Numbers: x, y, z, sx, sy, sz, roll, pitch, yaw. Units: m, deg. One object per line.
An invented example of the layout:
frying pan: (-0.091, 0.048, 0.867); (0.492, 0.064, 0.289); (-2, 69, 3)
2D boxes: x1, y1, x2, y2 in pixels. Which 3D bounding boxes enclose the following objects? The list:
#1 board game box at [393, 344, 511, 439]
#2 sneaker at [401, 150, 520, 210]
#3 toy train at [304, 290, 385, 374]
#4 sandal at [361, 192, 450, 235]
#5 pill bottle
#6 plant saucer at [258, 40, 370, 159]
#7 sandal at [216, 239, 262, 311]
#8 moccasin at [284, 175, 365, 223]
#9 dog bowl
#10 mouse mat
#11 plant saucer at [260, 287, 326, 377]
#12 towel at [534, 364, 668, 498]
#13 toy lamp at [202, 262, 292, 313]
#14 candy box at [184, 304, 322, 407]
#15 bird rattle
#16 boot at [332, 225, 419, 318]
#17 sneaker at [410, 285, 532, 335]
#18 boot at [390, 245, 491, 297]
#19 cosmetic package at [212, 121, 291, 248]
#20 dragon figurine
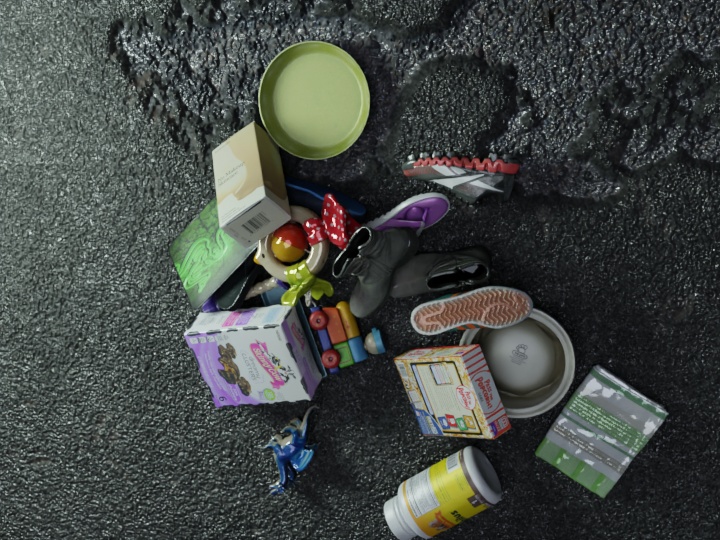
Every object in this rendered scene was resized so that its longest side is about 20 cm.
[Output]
board game box: (0.152, 0.208, 1.593); (0.200, 0.046, 0.152); (-11, 102, 58)
sneaker: (0.165, -0.151, 1.563); (0.199, 0.071, 0.098); (4, 100, 11)
toy train: (-0.035, 0.072, 1.663); (0.115, 0.085, 0.201); (-17, 89, 0)
sandal: (0.069, -0.068, 1.599); (0.202, 0.082, 0.050); (-26, 55, 26)
pill bottle: (0.143, 0.404, 1.664); (0.200, 0.109, 0.110); (-33, 92, 18)
plant saucer: (-0.077, -0.293, 1.615); (0.199, 0.031, 0.201); (3, 101, 13)
sandal: (-0.205, -0.026, 1.652); (0.075, 0.048, 0.201); (13, 77, 43)
moccasin: (-0.082, -0.112, 1.639); (0.199, 0.080, 0.069); (22, 110, 23)
dog bowl: (0.268, 0.147, 1.600); (0.199, 0.074, 0.201); (3, 102, 14)
mouse mat: (-0.264, -0.047, 1.675); (0.200, 0.008, 0.161); (-45, 55, 22)
plant saucer: (-0.124, 0.109, 1.717); (0.070, 0.019, 0.201); (-17, 98, 16)
towel: (0.415, 0.278, 1.619); (0.149, 0.031, 0.201); (33, 109, 8)
toy lamp: (-0.205, 0.042, 1.688); (0.199, 0.058, 0.058); (-24, 95, 32)
candy box: (-0.191, 0.154, 1.678); (0.199, 0.072, 0.168); (-7, 118, 23)
bird rattle: (-0.098, -0.042, 1.555); (0.163, 0.113, 0.201); (26, 110, 18)
boot: (0.000, 0.000, 1.548); (0.068, 0.130, 0.200); (54, 128, 32)
sneaker: (0.182, 0.062, 1.540); (0.199, 0.080, 0.072); (-7, 93, 6)
boot: (0.123, 0.007, 1.567); (0.199, 0.131, 0.068); (-16, 97, 16)
cosmetic package: (-0.188, -0.148, 1.586); (0.105, 0.201, 0.071); (-33, 134, 18)
dragon figurine: (-0.112, 0.332, 1.738); (0.099, 0.059, 0.200); (45, 108, 1)
